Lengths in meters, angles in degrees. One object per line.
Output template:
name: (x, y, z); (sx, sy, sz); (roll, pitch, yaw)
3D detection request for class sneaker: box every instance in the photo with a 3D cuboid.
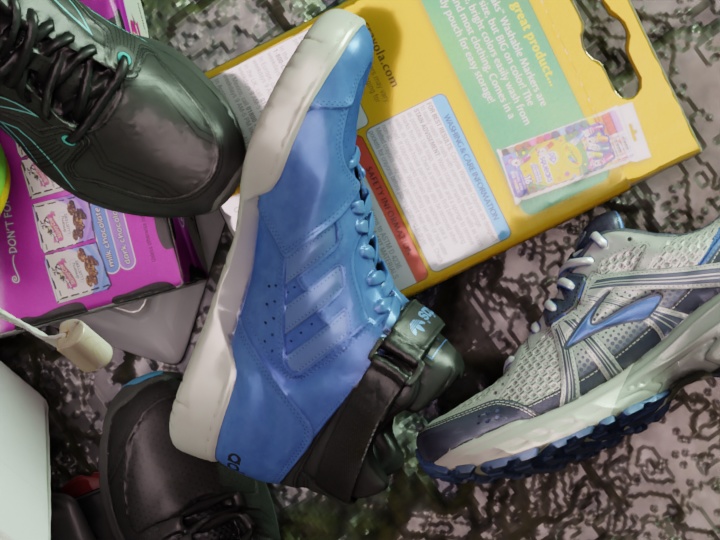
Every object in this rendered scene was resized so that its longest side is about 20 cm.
sneaker: (0.108, 0.025, 1.280); (0.199, 0.077, 0.086); (-28, 77, 2)
sneaker: (-0.138, -0.084, 1.228); (0.199, 0.079, 0.076); (32, 95, 7)
sneaker: (0.000, 0.000, 1.234); (0.111, 0.077, 0.201); (20, 103, 8)
sneaker: (-0.053, 0.138, 1.290); (0.073, 0.082, 0.201); (-20, 93, -22)

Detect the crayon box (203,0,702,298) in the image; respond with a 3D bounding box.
crayon box: (0.032, -0.065, 1.288); (0.199, 0.052, 0.126); (-26, 94, 10)

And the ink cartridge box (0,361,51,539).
ink cartridge box: (-0.246, 0.111, 1.240); (0.200, 0.145, 0.147); (-34, 125, 20)

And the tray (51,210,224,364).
tray: (-0.159, -0.038, 1.344); (0.199, 0.022, 0.108); (19, 93, 9)

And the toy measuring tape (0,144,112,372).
toy measuring tape: (-0.156, -0.025, 1.213); (0.200, 0.073, 0.074); (27, 97, 40)

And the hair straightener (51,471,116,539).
hair straightener: (-0.108, 0.192, 1.313); (0.041, 0.077, 0.201); (-16, 91, 29)

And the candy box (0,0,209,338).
candy box: (-0.179, -0.034, 1.305); (0.199, 0.061, 0.137); (-14, 89, 9)
